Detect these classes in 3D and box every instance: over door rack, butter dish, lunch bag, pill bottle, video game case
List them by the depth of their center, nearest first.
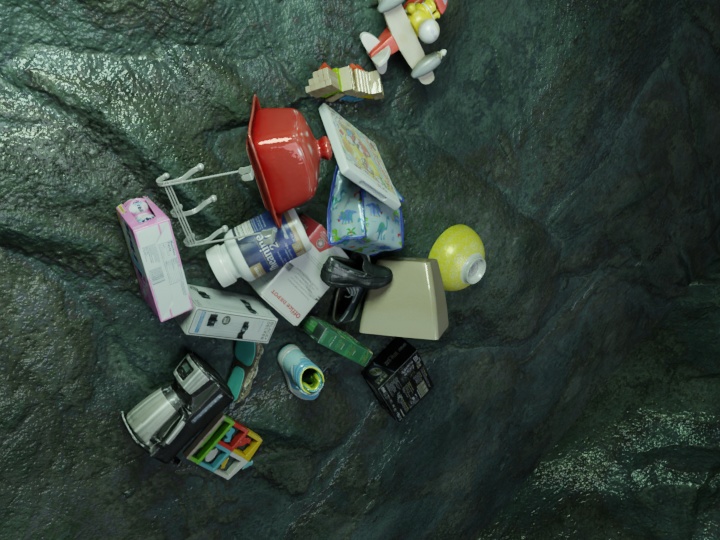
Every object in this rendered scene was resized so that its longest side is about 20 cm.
[{"bbox_3d":[-0.260,-0.120,1.046,0.067,0.195,0.150,-72,154,-49],"label":"over door rack"},{"bbox_3d":[-0.124,-0.216,1.057,0.144,0.201,0.203,-11,127,2],"label":"butter dish"},{"bbox_3d":[-0.207,-0.049,1.147,0.197,0.112,0.112,-28,131,-5],"label":"pill bottle"},{"bbox_3d":[-0.001,-0.238,1.184,0.023,0.203,0.181,-36,142,23],"label":"video game case"},{"bbox_3d":[0.014,-0.149,1.272,0.169,0.125,0.205,14,68,-55],"label":"lunch bag"}]

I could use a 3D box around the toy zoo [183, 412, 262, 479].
[{"bbox_3d":[-0.329,0.444,1.407,0.132,0.020,0.201,-48,136,-9],"label":"toy zoo"}]

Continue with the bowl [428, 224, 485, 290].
[{"bbox_3d":[0.297,-0.020,1.625,0.197,0.107,0.204,-20,125,-31],"label":"bowl"}]

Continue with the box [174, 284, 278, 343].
[{"bbox_3d":[-0.284,0.090,1.174,0.198,0.116,0.061,14,106,-45],"label":"box"}]

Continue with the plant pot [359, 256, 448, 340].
[{"bbox_3d":[0.118,0.060,1.428,0.199,0.195,0.182,-16,110,-73],"label":"plant pot"}]

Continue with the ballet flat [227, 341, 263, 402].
[{"bbox_3d":[-0.262,0.213,1.312,0.075,0.067,0.203,-21,135,-58],"label":"ballet flat"}]

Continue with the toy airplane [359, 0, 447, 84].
[{"bbox_3d":[0.099,-0.490,1.156,0.197,0.141,0.203,-11,121,-37],"label":"toy airplane"}]

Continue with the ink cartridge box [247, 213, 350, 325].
[{"bbox_3d":[-0.138,-0.001,1.272,0.201,0.082,0.147,-49,135,-8],"label":"ink cartridge box"}]

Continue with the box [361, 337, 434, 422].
[{"bbox_3d":[0.114,0.325,1.679,0.163,0.086,0.201,-42,135,-14],"label":"box"}]

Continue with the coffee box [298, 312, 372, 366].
[{"bbox_3d":[-0.067,0.166,1.406,0.199,0.122,0.044,36,87,-45],"label":"coffee box"}]

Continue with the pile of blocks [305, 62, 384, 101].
[{"bbox_3d":[-0.032,-0.391,1.163,0.197,0.081,0.064,-9,89,-43],"label":"pile of blocks"}]

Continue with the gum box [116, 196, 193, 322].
[{"bbox_3d":[-0.376,-0.025,1.028,0.065,0.113,0.204,-23,128,-28],"label":"gum box"}]

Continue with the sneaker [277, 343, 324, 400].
[{"bbox_3d":[-0.130,0.286,1.411,0.079,0.130,0.202,-40,134,-17],"label":"sneaker"}]

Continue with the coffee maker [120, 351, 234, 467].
[{"bbox_3d":[-0.381,0.298,1.219,0.199,0.135,0.193,-42,158,-13],"label":"coffee maker"}]

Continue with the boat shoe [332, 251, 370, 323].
[{"bbox_3d":[-0.029,0.042,1.404,0.061,0.074,0.203,-15,132,-47],"label":"boat shoe"}]

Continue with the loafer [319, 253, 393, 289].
[{"bbox_3d":[0.000,0.000,1.284,0.197,0.068,0.072,2,119,-38],"label":"loafer"}]
